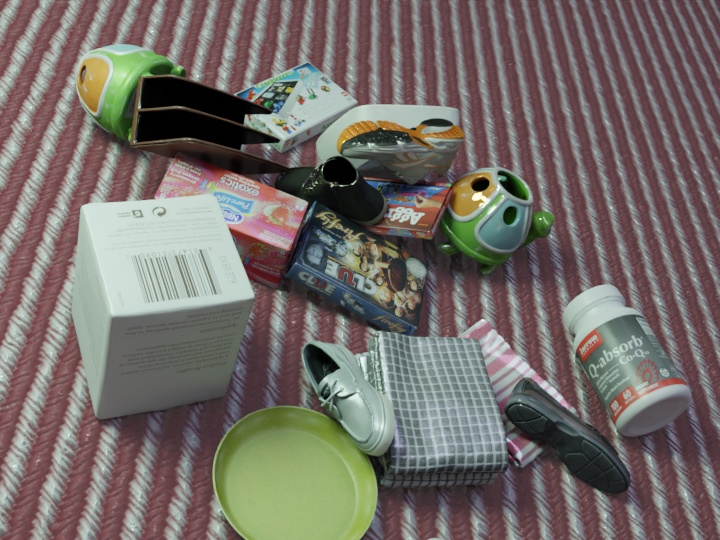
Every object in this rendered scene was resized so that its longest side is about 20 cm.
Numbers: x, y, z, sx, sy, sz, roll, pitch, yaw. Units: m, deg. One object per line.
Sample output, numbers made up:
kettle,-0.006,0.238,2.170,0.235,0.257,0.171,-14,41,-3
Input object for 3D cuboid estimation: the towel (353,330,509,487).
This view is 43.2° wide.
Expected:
towel,0.090,0.171,1.158,0.164,0.086,0.202,1,55,-16

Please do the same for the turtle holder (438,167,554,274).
turtle holder,0.212,-0.078,1.413,0.185,0.132,0.141,36,35,-10

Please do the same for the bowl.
bowl,0.044,-0.193,1.443,0.198,0.200,0.076,-2,80,-26

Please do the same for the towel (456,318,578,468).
towel,0.196,0.167,1.266,0.146,0.030,0.200,-29,65,-39

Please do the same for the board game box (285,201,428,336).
board game box,0.000,0.000,1.305,0.199,0.035,0.136,28,43,-14

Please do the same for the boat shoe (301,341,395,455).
boat shoe,-0.024,0.153,1.119,0.071,0.070,0.201,21,17,-32

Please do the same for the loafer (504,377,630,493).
loafer,0.283,0.215,1.211,0.199,0.072,0.063,37,45,-4

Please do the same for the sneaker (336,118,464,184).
sneaker,0.057,-0.165,1.328,0.198,0.093,0.076,-4,37,-22

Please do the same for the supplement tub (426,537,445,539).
supplement tub,0.140,0.382,0.954,0.198,0.146,0.146,21,44,-3

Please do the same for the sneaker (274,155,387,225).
sneaker,-0.059,-0.136,1.342,0.198,0.106,0.075,15,69,31

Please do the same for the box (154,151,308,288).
box,-0.185,-0.069,1.266,0.198,0.100,0.096,21,52,-4

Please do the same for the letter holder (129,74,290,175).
letter holder,-0.202,-0.205,1.297,0.141,0.102,0.199,5,-4,40

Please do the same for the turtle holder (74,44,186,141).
turtle holder,-0.344,-0.283,1.378,0.131,0.142,0.186,28,45,11

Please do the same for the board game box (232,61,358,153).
board game box,-0.112,-0.283,1.554,0.126,0.035,0.200,41,46,15

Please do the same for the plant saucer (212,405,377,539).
plant saucer,-0.078,0.252,1.066,0.198,0.031,0.201,13,45,-13

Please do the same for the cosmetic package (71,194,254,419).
cosmetic package,-0.239,0.042,1.071,0.163,0.201,0.166,-6,52,-28

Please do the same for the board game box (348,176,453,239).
board game box,0.031,-0.098,1.371,0.198,0.020,0.104,7,51,26

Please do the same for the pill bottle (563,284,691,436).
pill bottle,0.380,0.128,1.321,0.115,0.116,0.201,-4,50,-26
